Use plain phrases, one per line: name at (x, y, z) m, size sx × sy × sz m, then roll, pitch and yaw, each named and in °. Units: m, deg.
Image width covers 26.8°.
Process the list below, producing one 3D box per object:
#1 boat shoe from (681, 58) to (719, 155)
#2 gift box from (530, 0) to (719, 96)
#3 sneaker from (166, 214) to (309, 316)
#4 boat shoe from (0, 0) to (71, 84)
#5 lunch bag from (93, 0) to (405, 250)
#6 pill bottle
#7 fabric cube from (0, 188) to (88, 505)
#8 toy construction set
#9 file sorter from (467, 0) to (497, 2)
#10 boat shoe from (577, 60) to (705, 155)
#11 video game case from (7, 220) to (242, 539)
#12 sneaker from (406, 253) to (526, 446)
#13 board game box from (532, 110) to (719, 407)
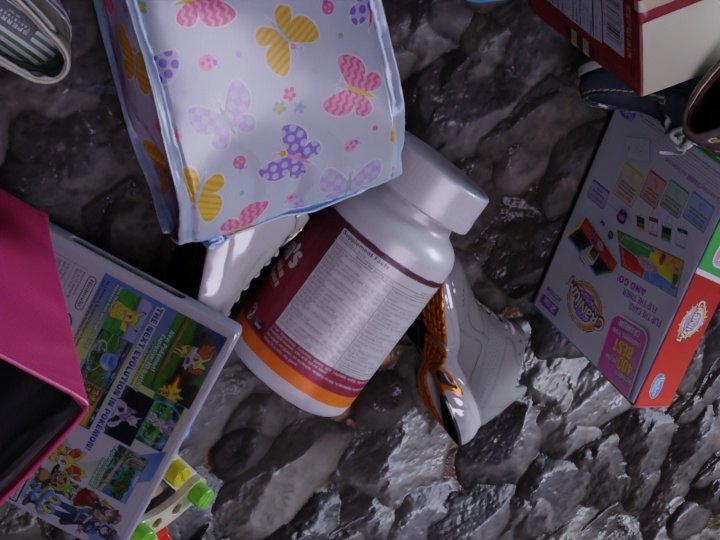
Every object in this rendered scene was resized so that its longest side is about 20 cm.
boat shoe at (0.289, -0.148, 0.972) m, size 0.059 × 0.072 × 0.200 m, roll 4°, pitch 141°, yaw -42°
gift box at (0.236, -0.233, 1.037) m, size 0.185 × 0.200 × 0.186 m, roll -21°, pitch 133°, yaw -15°
sneaker at (-0.082, -0.015, 1.087) m, size 0.084 × 0.073 × 0.201 m, roll 9°, pitch 114°, yaw -29°
boat shoe at (-0.251, -0.180, 0.902) m, size 0.199 × 0.062 × 0.072 m, roll 28°, pitch 105°, yaw -36°
lunch bag at (-0.072, -0.130, 0.972) m, size 0.168 × 0.127 × 0.202 m, roll -20°, pitch 106°, yaw -16°
pill bottle at (0.000, 0.000, 1.116) m, size 0.109 × 0.110 × 0.201 m, roll 27°, pitch 105°, yaw -37°
fabric cube at (-0.308, 0.040, 0.909) m, size 0.196 × 0.200 × 0.200 m, roll -44°, pitch 128°, yaw 14°
toy construction set at (-0.156, 0.208, 1.190) m, size 0.131 × 0.092 × 0.201 m, roll -44°, pitch 137°, yaw -22°
file sorter at (0.077, -0.266, 0.931) m, size 0.122 × 0.200 × 0.140 m, roll -9°, pitch 124°, yaw -17°
boat shoe at (0.252, -0.115, 1.093) m, size 0.075 × 0.198 × 0.063 m, roll 20°, pitch 79°, yaw -76°
video game case at (-0.207, 0.081, 1.065) m, size 0.181 × 0.022 × 0.201 m, roll 28°, pitch 107°, yaw -6°
sneaker at (0.088, 0.047, 1.225) m, size 0.092 × 0.076 × 0.201 m, roll -29°, pitch 137°, yaw -17°
board game box at (0.225, -0.017, 1.193) m, size 0.040 × 0.153 × 0.201 m, roll 4°, pitch 119°, yaw -33°
